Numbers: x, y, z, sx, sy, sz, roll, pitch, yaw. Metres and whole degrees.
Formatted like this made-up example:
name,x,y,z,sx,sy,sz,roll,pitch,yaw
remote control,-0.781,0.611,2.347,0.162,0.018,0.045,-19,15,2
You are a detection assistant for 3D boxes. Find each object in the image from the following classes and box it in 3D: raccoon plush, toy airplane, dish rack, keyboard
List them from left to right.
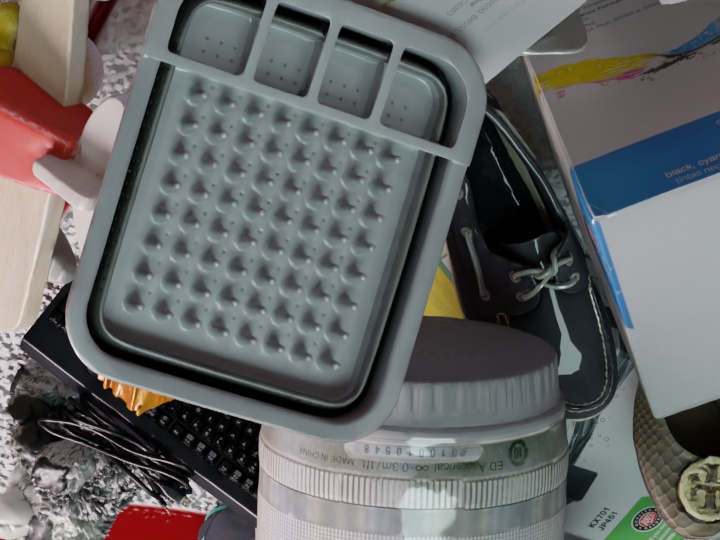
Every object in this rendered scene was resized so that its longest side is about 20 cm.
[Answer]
name,x,y,z,sx,sy,sz,roll,pitch,yaw
toy airplane,-0.166,-0.085,1.295,0.200,0.141,0.199,-26,99,33
raccoon plush,-0.128,0.116,1.519,0.200,0.097,0.134,-8,140,0
keyboard,-0.100,0.081,1.429,0.200,0.040,0.104,36,80,4
dish rack,-0.043,-0.032,1.195,0.171,0.044,0.200,18,87,-22

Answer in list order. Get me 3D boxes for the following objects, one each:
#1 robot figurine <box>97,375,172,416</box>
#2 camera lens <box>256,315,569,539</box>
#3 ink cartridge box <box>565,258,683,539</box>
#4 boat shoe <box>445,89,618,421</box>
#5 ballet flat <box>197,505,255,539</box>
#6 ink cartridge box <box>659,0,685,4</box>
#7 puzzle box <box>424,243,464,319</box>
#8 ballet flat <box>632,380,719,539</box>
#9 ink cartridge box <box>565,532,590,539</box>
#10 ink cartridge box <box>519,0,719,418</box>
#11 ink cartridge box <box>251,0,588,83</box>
name,x,y,z,sx,sy,sz,roll,pitch,yaw
robot figurine,-0.049,-0.014,1.301,0.200,0.058,0.145,-34,153,-39
camera lens,0.026,0.136,1.315,0.160,0.160,0.200,0,103,-7
ink cartridge box,0.129,0.076,1.513,0.200,0.083,0.147,19,126,-22
boat shoe,0.082,-0.007,1.345,0.073,0.063,0.200,-25,97,-3
ballet flat,-0.007,0.158,1.581,0.200,0.073,0.073,-20,131,11
ink cartridge box,0.146,-0.248,1.181,0.084,0.145,0.200,-16,132,7
puzzle box,0.000,0.000,1.408,0.133,0.025,0.200,-36,98,23
ballet flat,0.192,0.050,1.432,0.067,0.200,0.046,7,168,-25
ink cartridge box,0.036,0.207,1.515,0.176,0.200,0.045,-27,99,-16
ink cartridge box,0.177,-0.059,1.314,0.144,0.200,0.147,-20,131,3
ink cartridge box,0.019,-0.177,1.241,0.125,0.129,0.200,-38,125,25
